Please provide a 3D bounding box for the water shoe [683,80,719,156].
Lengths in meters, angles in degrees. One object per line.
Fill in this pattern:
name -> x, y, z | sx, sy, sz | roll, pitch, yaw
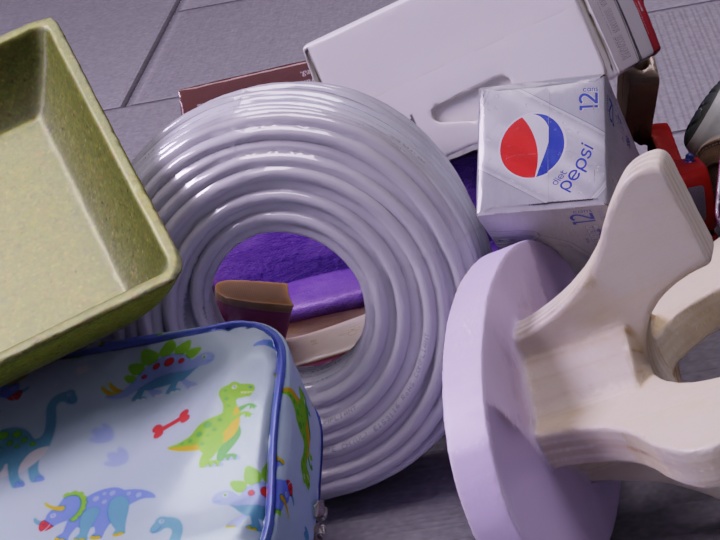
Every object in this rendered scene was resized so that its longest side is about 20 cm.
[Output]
water shoe -> 0.267, -0.085, 1.319 | 0.079, 0.072, 0.200 | 38, 29, 16

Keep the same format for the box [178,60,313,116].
box -> -0.044, -0.064, 1.277 | 0.100, 0.075, 0.200 | -12, -9, 2

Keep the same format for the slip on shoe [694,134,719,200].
slip on shoe -> 0.234, -0.024, 1.154 | 0.060, 0.076, 0.200 | -31, 31, -14

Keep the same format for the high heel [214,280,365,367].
high heel -> 0.011, 0.065, 1.093 | 0.199, 0.096, 0.067 | 6, 20, -12

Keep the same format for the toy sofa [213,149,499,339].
toy sofa -> 0.000, 0.000, 1.153 | 0.199, 0.098, 0.083 | -12, 7, -3

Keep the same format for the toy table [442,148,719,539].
toy table -> 0.117, 0.044, 0.901 | 0.117, 0.184, 0.200 | -20, 33, 24

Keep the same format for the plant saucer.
plant saucer -> -0.196, -0.005, 0.972 | 0.199, 0.048, 0.200 | -26, 48, -6

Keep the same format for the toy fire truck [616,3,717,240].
toy fire truck -> 0.164, -0.088, 1.246 | 0.049, 0.142, 0.200 | -9, 20, -4

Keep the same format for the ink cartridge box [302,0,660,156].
ink cartridge box -> 0.071, -0.118, 1.122 | 0.146, 0.083, 0.200 | -23, 3, 16

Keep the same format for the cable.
cable -> -0.036, 0.012, 1.009 | 0.199, 0.201, 0.069 | -9, 13, 10

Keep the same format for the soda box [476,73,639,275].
soda box -> 0.110, -0.025, 1.046 | 0.063, 0.069, 0.200 | -4, -20, 16

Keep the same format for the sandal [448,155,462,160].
sandal -> 0.090, -0.042, 1.274 | 0.080, 0.057, 0.201 | -48, 17, -28

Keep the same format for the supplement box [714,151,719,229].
supplement box -> 0.279, -0.037, 0.999 | 0.199, 0.131, 0.104 | 3, 68, 18

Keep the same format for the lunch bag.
lunch bag -> -0.116, 0.104, 0.929 | 0.199, 0.083, 0.161 | -10, 43, 11
